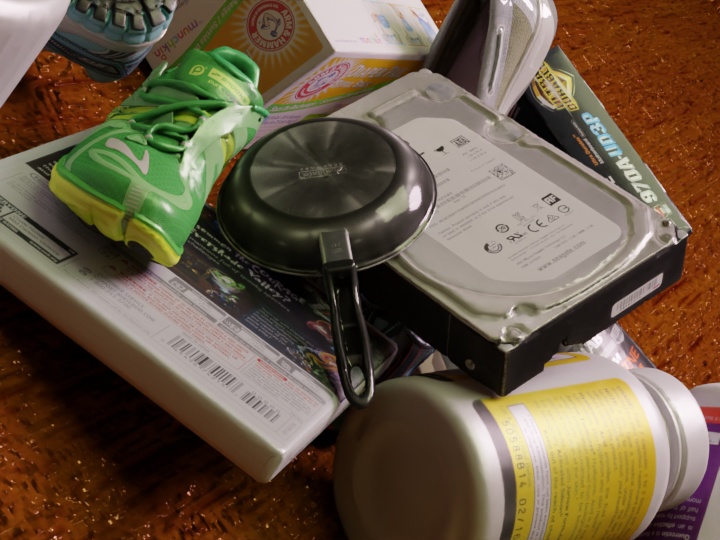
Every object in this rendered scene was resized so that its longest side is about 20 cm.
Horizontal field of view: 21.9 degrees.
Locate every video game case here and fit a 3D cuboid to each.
[{"bbox_3d":[-0.090,0.008,0.888,0.200,0.023,0.182,36,21,7],"label":"video game case"}]

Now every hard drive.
[{"bbox_3d":[0.053,-0.028,0.982,0.140,0.038,0.200,-29,49,-31],"label":"hard drive"}]

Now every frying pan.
[{"bbox_3d":[-0.027,-0.016,0.925,0.190,0.115,0.031,-69,161,-44],"label":"frying pan"}]

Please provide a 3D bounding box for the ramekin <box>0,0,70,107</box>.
[{"bbox_3d":[-0.222,-0.141,0.803,0.200,0.098,0.201,37,22,-18],"label":"ramekin"}]

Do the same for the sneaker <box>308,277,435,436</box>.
[{"bbox_3d":[0.000,0.000,1.045,0.079,0.096,0.200,34,28,-38],"label":"sneaker"}]

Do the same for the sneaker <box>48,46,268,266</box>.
[{"bbox_3d":[-0.093,-0.066,0.895,0.074,0.084,0.200,32,21,-7],"label":"sneaker"}]

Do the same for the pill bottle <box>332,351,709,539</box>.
[{"bbox_3d":[0.092,0.101,0.977,0.200,0.111,0.111,-6,57,-43],"label":"pill bottle"}]

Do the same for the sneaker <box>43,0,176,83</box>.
[{"bbox_3d":[-0.195,-0.156,0.957,0.200,0.086,0.078,30,55,-2],"label":"sneaker"}]

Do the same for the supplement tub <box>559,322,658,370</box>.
[{"bbox_3d":[0.126,0.072,1.169,0.200,0.107,0.107,48,22,-7],"label":"supplement tub"}]

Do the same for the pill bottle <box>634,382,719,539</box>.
[{"bbox_3d":[0.208,0.173,1.063,0.112,0.112,0.200,36,66,-34],"label":"pill bottle"}]

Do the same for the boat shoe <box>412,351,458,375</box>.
[{"bbox_3d":[0.045,0.019,1.093,0.068,0.075,0.200,-6,69,-21],"label":"boat shoe"}]

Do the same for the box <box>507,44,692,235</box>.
[{"bbox_3d":[0.146,-0.047,1.320,0.159,0.046,0.200,56,-18,11],"label":"box"}]

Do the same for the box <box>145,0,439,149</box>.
[{"bbox_3d":[-0.041,-0.148,1.174,0.101,0.112,0.200,59,23,8],"label":"box"}]

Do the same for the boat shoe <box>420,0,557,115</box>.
[{"bbox_3d":[0.053,-0.096,1.182,0.065,0.202,0.074,16,17,-49],"label":"boat shoe"}]
